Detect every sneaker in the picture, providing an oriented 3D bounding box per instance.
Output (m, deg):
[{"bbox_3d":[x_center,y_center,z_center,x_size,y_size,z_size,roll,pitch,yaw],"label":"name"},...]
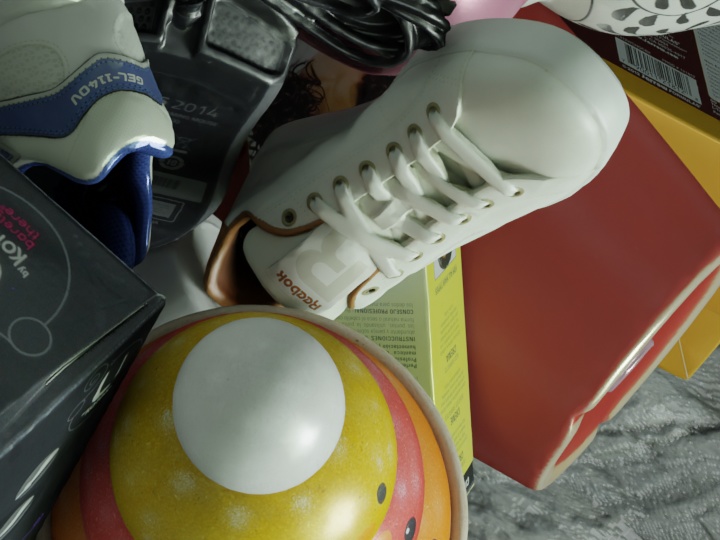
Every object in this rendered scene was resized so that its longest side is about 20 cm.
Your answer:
[{"bbox_3d":[0.014,-0.021,0.873,0.200,0.073,0.085,-24,-151,55],"label":"sneaker"},{"bbox_3d":[-0.109,-0.018,0.803,0.075,0.088,0.200,-20,159,-24],"label":"sneaker"}]

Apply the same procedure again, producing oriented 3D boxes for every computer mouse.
[{"bbox_3d":[-0.067,-0.072,0.867,0.200,0.138,0.053,134,-37,-52],"label":"computer mouse"}]

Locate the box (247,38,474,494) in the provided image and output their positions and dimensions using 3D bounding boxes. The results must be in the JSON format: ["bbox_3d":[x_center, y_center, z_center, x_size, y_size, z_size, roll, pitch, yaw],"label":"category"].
[{"bbox_3d":[0.000,0.000,1.005,0.050,0.075,0.201,-47,135,-63],"label":"box"}]

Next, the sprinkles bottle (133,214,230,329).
[{"bbox_3d":[-0.129,0.050,0.989,0.199,0.068,0.068,-32,-179,20],"label":"sprinkles bottle"}]

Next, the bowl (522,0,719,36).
[{"bbox_3d":[0.082,-0.166,1.026,0.094,0.201,0.201,-31,171,-9],"label":"bowl"}]

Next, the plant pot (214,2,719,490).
[{"bbox_3d":[0.055,-0.014,1.105,0.201,0.177,0.201,-48,170,-11],"label":"plant pot"}]

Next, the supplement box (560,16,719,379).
[{"bbox_3d":[0.118,-0.087,1.333,0.133,0.196,0.201,-53,-157,30],"label":"supplement box"}]

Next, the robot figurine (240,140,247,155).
[{"bbox_3d":[-0.086,-0.042,1.082,0.145,0.058,0.200,-52,175,14],"label":"robot figurine"}]

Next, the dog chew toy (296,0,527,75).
[{"bbox_3d":[0.033,-0.171,0.906,0.201,0.124,0.125,-58,175,-7],"label":"dog chew toy"}]

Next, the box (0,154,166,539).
[{"bbox_3d":[-0.160,0.051,0.771,0.106,0.122,0.200,-45,173,-41],"label":"box"}]

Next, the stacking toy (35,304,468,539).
[{"bbox_3d":[-0.034,0.062,0.776,0.146,0.146,0.200,-49,171,-12],"label":"stacking toy"}]
